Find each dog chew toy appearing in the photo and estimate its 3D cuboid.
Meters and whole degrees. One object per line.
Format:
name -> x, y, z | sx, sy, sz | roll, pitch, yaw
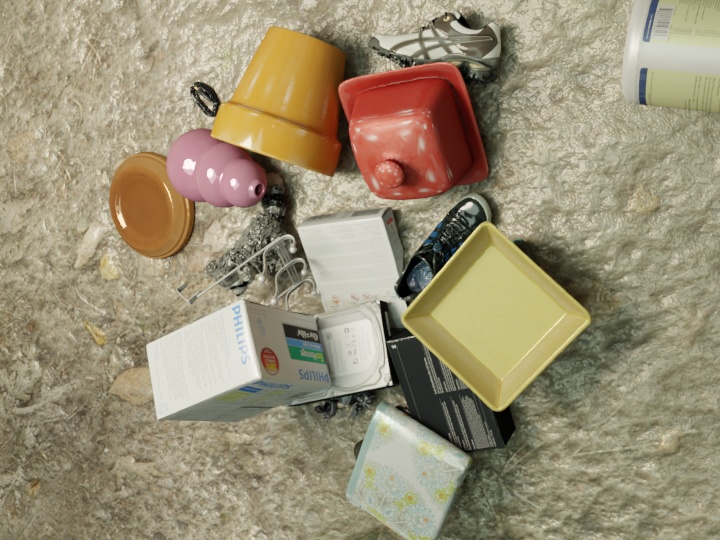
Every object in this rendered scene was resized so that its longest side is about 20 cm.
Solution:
dog chew toy -> -0.232, -0.161, 1.312 | 0.199, 0.124, 0.126 | 26, 114, 37

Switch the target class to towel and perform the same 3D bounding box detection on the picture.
towel -> 0.073, 0.328, 1.252 | 0.170, 0.048, 0.202 | 28, 118, 20

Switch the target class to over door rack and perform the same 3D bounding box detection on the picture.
over door rack -> -0.171, 0.042, 1.265 | 0.198, 0.148, 0.067 | -27, 56, -5

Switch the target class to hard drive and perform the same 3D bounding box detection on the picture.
hard drive -> -0.042, 0.137, 1.289 | 0.198, 0.038, 0.142 | -14, 76, 23

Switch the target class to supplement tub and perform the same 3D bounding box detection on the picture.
supplement tub -> 0.426, -0.262, 0.940 | 0.198, 0.145, 0.147 | 13, 108, 24

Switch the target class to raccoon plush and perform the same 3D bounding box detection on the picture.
raccoon plush -> -0.196, -0.060, 1.321 | 0.096, 0.133, 0.203 | -16, 80, 54

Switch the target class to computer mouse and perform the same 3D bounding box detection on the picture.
computer mouse -> -0.221, -0.264, 1.347 | 0.199, 0.034, 0.059 | 32, 116, 18

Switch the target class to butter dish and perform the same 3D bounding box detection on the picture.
butter dish -> 0.062, -0.172, 1.131 | 0.197, 0.148, 0.201 | -4, 127, 28

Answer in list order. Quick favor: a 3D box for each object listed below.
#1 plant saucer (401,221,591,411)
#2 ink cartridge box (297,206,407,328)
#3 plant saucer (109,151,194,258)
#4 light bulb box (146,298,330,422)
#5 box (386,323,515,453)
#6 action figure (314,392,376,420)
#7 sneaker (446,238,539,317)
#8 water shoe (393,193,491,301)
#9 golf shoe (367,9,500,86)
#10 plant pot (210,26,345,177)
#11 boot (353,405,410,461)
plant saucer -> 0.191, 0.064, 1.124 | 0.200, 0.048, 0.200 | 43, 111, 7
ink cartridge box -> 0.000, 0.000, 1.303 | 0.160, 0.050, 0.202 | -5, 118, 28
plant saucer -> -0.399, -0.119, 1.477 | 0.198, 0.037, 0.203 | 7, 106, 26
light bulb box -> -0.186, 0.147, 1.225 | 0.198, 0.198, 0.126 | -24, 69, 24
box -> 0.143, 0.182, 1.241 | 0.140, 0.079, 0.202 | -15, 96, 26
action figure -> -0.059, 0.187, 1.357 | 0.198, 0.069, 0.131 | 27, 109, 16
sneaker -> 0.179, 0.012, 1.188 | 0.198, 0.077, 0.092 | -20, 89, 21
water shoe -> 0.126, -0.027, 1.196 | 0.071, 0.079, 0.201 | 40, 117, 13
golf shoe -> 0.110, -0.330, 1.140 | 0.198, 0.078, 0.096 | 16, 99, 16
plant pot -> -0.109, -0.262, 1.210 | 0.198, 0.200, 0.185 | 20, 96, 22
boot -> 0.085, 0.336, 1.317 | 0.131, 0.068, 0.201 | -43, 80, 30
